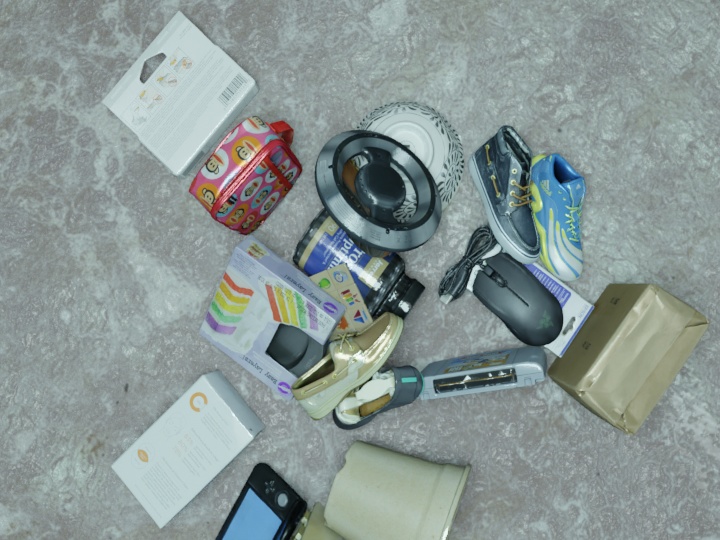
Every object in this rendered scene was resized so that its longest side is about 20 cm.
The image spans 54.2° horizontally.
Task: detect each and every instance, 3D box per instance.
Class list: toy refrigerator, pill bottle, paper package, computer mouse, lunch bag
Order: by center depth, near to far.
[{"bbox_3d":[0.380,0.119,1.025,0.102,0.200,0.193,36,90,4],"label":"paper package"},{"bbox_3d":[-0.075,0.414,1.035,0.069,0.200,0.077,37,90,5],"label":"toy refrigerator"},{"bbox_3d":[-0.161,-0.149,1.067,0.082,0.200,0.177,41,90,9],"label":"lunch bag"},{"bbox_3d":[0.226,0.039,1.073,0.198,0.053,0.140,37,89,5],"label":"computer mouse"},{"bbox_3d":[0.000,0.000,1.095,0.198,0.112,0.113,37,90,4],"label":"pill bottle"}]

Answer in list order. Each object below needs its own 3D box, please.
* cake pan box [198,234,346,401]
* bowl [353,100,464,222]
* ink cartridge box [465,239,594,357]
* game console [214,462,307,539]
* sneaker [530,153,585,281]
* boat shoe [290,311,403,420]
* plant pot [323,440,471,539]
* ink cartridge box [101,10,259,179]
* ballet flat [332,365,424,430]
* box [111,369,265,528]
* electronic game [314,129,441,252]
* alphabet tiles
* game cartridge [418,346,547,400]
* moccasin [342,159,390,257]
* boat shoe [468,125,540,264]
[{"bbox_3d":[-0.136,0.079,1.087,0.198,0.052,0.186,36,123,5],"label":"cake pan box"},{"bbox_3d":[0.069,-0.179,1.108,0.194,0.094,0.208,0,87,4],"label":"bowl"},{"bbox_3d":[0.260,0.038,1.116,0.198,0.039,0.100,38,90,5],"label":"ink cartridge box"},{"bbox_3d":[-0.173,0.415,1.047,0.174,0.116,0.204,31,91,36],"label":"game console"},{"bbox_3d":[0.307,-0.085,1.080,0.074,0.105,0.205,-20,86,-17],"label":"sneaker"},{"bbox_3d":[-0.021,0.130,1.019,0.066,0.074,0.200,42,97,-19],"label":"boat shoe"},{"bbox_3d":[0.049,0.352,1.049,0.179,0.200,0.206,19,88,14],"label":"plant pot"},{"bbox_3d":[-0.293,-0.286,1.156,0.176,0.045,0.201,42,89,3],"label":"ink cartridge box"},{"bbox_3d":[0.006,0.188,1.045,0.198,0.072,0.075,-31,84,39],"label":"ballet flat"},{"bbox_3d":[-0.265,0.274,1.103,0.200,0.097,0.125,-43,86,1],"label":"box"},{"bbox_3d":[0.027,-0.115,0.993,0.195,0.042,0.205,14,55,-20],"label":"electronic game"},{"bbox_3d":[-0.046,0.104,1.090,0.164,0.008,0.204,-20,103,29],"label":"alphabet tiles"},{"bbox_3d":[0.180,0.152,1.059,0.194,0.133,0.043,-12,95,18],"label":"game cartridge"},{"bbox_3d":[0.001,-0.101,1.058,0.076,0.075,0.203,-7,44,-30],"label":"moccasin"},{"bbox_3d":[0.235,-0.117,1.072,0.069,0.091,0.205,-11,69,-33],"label":"boat shoe"}]
